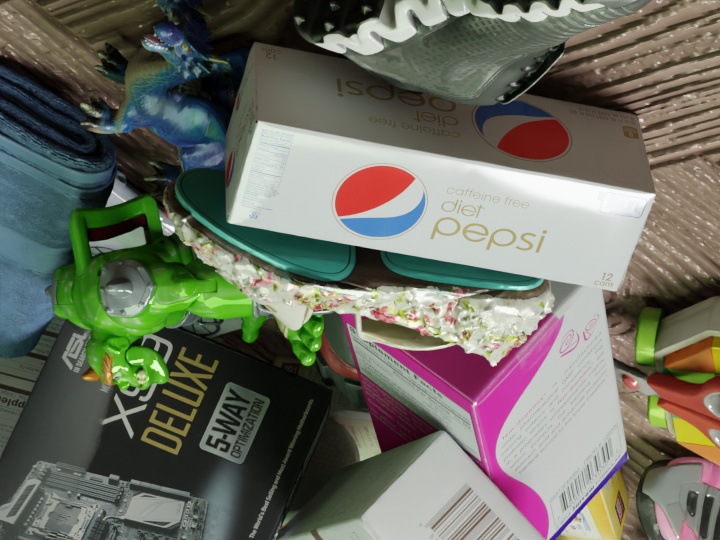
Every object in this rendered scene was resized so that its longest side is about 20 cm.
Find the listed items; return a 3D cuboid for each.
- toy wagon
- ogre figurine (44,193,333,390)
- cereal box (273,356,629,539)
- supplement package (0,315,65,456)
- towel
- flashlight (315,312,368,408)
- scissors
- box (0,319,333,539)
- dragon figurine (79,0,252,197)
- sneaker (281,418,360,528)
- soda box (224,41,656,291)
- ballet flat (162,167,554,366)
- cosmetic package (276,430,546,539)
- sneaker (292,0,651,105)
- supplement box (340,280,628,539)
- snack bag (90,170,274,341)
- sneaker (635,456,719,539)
[{"bbox_3d":[0.234,0.077,1.609,0.154,0.040,0.200,7,150,16],"label":"toy wagon"},{"bbox_3d":[-0.094,0.009,1.537,0.119,0.099,0.200,-1,-162,-19],"label":"ogre figurine"},{"bbox_3d":[0.053,0.109,1.753,0.199,0.040,0.144,6,150,18],"label":"cereal box"},{"bbox_3d":[-0.225,0.099,1.771,0.155,0.111,0.200,13,157,16],"label":"supplement package"},{"bbox_3d":[-0.200,-0.034,1.593,0.111,0.049,0.200,28,141,-2],"label":"towel"},{"bbox_3d":[0.000,0.000,1.562,0.067,0.068,0.200,11,151,11],"label":"flashlight"},{"bbox_3d":[0.158,0.068,1.578,0.200,0.014,0.073,16,150,46],"label":"scissors"},{"bbox_3d":[-0.124,0.130,1.617,0.157,0.201,0.050,22,159,5],"label":"box"},{"bbox_3d":[-0.071,-0.078,1.470,0.099,0.059,0.200,-6,143,35],"label":"dragon figurine"},{"bbox_3d":[-0.096,0.147,1.709,0.199,0.077,0.082,-15,167,-11],"label":"sneaker"},{"bbox_3d":[0.037,-0.050,1.406,0.199,0.068,0.064,10,127,-12],"label":"soda box"},{"bbox_3d":[-0.005,0.006,1.423,0.199,0.076,0.064,14,128,-7],"label":"ballet flat"},{"bbox_3d":[0.027,0.154,1.584,0.102,0.074,0.200,47,161,-2],"label":"cosmetic package"},{"bbox_3d":[0.068,-0.119,1.329,0.199,0.067,0.090,-7,147,41],"label":"sneaker"},{"bbox_3d":[0.070,0.061,1.567,0.103,0.101,0.200,36,160,26],"label":"supplement box"},{"bbox_3d":[-0.156,0.003,1.692,0.188,0.021,0.200,36,145,-32],"label":"snack bag"},{"bbox_3d":[0.204,0.176,1.775,0.095,0.079,0.200,7,151,39],"label":"sneaker"}]
